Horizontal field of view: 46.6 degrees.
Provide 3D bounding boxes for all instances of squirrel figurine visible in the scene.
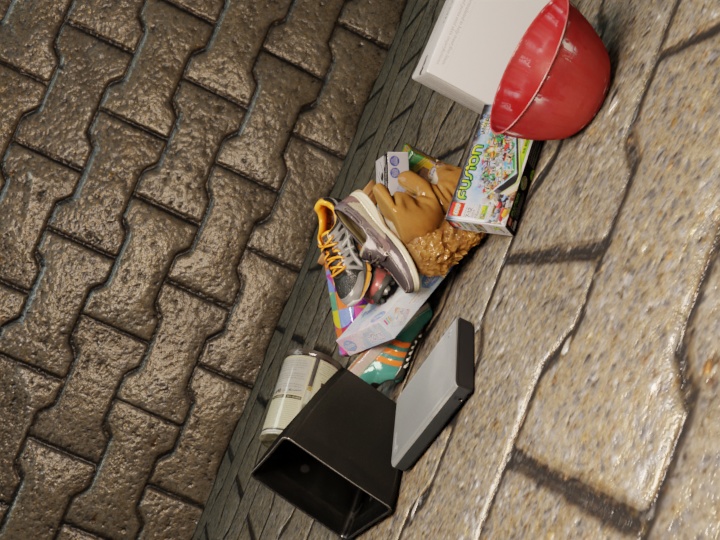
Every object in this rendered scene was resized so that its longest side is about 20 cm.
[{"bbox_3d":[0.138,-0.091,1.396,0.200,0.184,0.143,46,157,37],"label":"squirrel figurine"}]

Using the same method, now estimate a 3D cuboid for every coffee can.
[{"bbox_3d":[-0.128,0.298,1.852,0.147,0.144,0.204,-48,21,58],"label":"coffee can"}]

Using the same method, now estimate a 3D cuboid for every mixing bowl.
[{"bbox_3d":[0.272,-0.258,1.149,0.203,0.106,0.201,-61,13,24],"label":"mixing bowl"}]

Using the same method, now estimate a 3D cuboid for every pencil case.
[{"bbox_3d":[-0.017,0.067,1.611,0.088,0.086,0.206,163,98,-75],"label":"pencil case"}]

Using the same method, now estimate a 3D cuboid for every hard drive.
[{"bbox_3d":[0.107,0.186,1.246,0.141,0.032,0.202,-81,18,-51],"label":"hard drive"}]

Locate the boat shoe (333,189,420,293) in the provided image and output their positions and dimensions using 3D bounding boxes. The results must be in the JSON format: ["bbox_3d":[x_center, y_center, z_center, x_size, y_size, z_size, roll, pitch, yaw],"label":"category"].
[{"bbox_3d":[0.025,-0.039,1.373,0.064,0.202,0.072,-28,-16,-18],"label":"boat shoe"}]

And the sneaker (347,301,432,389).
[{"bbox_3d":[0.064,0.143,1.472,0.200,0.080,0.071,-44,4,10],"label":"sneaker"}]

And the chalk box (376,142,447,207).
[{"bbox_3d":[0.104,-0.128,1.653,0.125,0.121,0.204,-109,44,-75],"label":"chalk box"}]

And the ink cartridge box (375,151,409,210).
[{"bbox_3d":[0.060,-0.106,1.528,0.094,0.043,0.206,166,102,-77],"label":"ink cartridge box"}]

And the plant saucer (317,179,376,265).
[{"bbox_3d":[-0.018,-0.090,1.696,0.202,0.037,0.200,-56,1,1],"label":"plant saucer"}]

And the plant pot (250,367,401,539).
[{"bbox_3d":[-0.032,0.285,1.355,0.179,0.198,0.200,-58,4,-37],"label":"plant pot"}]

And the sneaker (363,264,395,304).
[{"bbox_3d":[0.000,0.000,1.477,0.072,0.097,0.200,-55,19,5],"label":"sneaker"}]

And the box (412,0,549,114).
[{"bbox_3d":[0.219,-0.373,1.395,0.203,0.196,0.131,-65,11,3],"label":"box"}]

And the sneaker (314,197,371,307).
[{"bbox_3d":[-0.037,-0.034,1.420,0.078,0.076,0.205,-32,57,37],"label":"sneaker"}]

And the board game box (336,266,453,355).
[{"bbox_3d":[0.064,0.053,1.475,0.199,0.043,0.199,-47,7,-25],"label":"board game box"}]

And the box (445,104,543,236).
[{"bbox_3d":[0.211,-0.156,1.276,0.108,0.035,0.204,9,72,38],"label":"box"}]

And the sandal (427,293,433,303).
[{"bbox_3d":[0.076,0.082,1.568,0.076,0.044,0.201,-78,16,-46],"label":"sandal"}]
